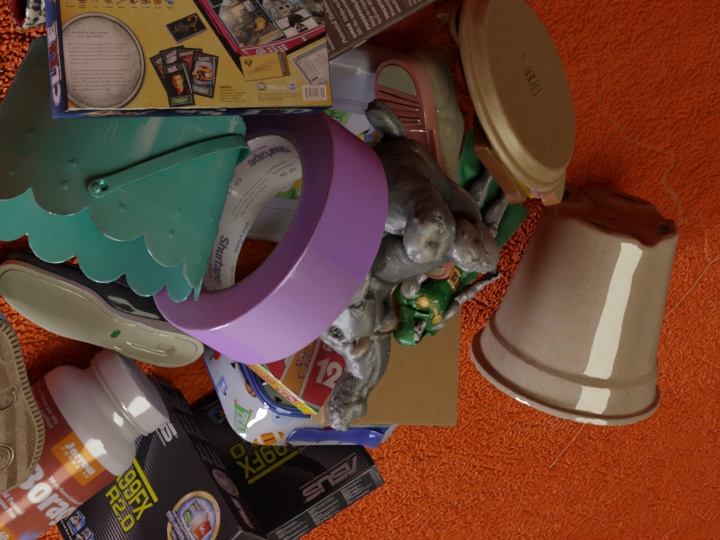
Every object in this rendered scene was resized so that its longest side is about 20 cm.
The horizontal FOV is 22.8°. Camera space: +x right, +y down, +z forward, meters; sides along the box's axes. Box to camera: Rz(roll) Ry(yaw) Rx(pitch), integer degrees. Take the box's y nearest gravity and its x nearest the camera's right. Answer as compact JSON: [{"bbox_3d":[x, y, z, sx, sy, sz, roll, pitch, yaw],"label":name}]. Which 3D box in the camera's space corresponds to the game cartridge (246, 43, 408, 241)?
[{"bbox_3d":[-0.025,-0.106,1.558,0.133,0.041,0.201,2,127,-42],"label":"game cartridge"}]

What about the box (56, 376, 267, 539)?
[{"bbox_3d":[-0.191,0.222,1.615,0.160,0.200,0.044,-45,141,12],"label":"box"}]

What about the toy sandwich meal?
[{"bbox_3d":[0.121,-0.150,1.540,0.070,0.207,0.205,-17,150,30],"label":"toy sandwich meal"}]

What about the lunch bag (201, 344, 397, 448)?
[{"bbox_3d":[-0.043,0.090,1.633,0.199,0.161,0.076,3,137,-39],"label":"lunch bag"}]

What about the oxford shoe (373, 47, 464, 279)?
[{"bbox_3d":[0.066,-0.092,1.524,0.074,0.070,0.202,-29,121,-43],"label":"oxford shoe"}]

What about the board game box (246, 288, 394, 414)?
[{"bbox_3d":[-0.024,0.014,1.529,0.095,0.030,0.201,41,66,-24],"label":"board game box"}]

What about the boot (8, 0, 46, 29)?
[{"bbox_3d":[-0.170,-0.260,1.274,0.153,0.074,0.205,-9,132,-26],"label":"boot"}]

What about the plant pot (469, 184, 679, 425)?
[{"bbox_3d":[0.228,0.022,1.766,0.199,0.200,0.185,-2,118,-34],"label":"plant pot"}]

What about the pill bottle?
[{"bbox_3d":[-0.272,0.156,1.573,0.199,0.112,0.112,-37,141,1],"label":"pill bottle"}]

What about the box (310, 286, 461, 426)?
[{"bbox_3d":[0.027,0.038,1.599,0.163,0.021,0.202,5,85,-40],"label":"box"}]

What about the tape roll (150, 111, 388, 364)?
[{"bbox_3d":[-0.073,-0.032,1.383,0.200,0.200,0.065,-47,130,12],"label":"tape roll"}]

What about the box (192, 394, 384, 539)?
[{"bbox_3d":[-0.101,0.186,1.686,0.199,0.161,0.044,-32,147,-5],"label":"box"}]

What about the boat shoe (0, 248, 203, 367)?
[{"bbox_3d":[-0.223,0.021,1.523,0.199,0.068,0.072,22,140,-32],"label":"boat shoe"}]

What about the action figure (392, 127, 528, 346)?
[{"bbox_3d":[0.086,-0.013,1.604,0.118,0.054,0.201,47,65,-34],"label":"action figure"}]

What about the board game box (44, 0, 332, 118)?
[{"bbox_3d":[-0.120,-0.177,1.244,0.198,0.035,0.137,-3,87,-27],"label":"board game box"}]

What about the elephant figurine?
[{"bbox_3d":[0.000,0.000,1.447,0.200,0.156,0.141,-38,132,19],"label":"elephant figurine"}]

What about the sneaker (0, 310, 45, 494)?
[{"bbox_3d":[-0.316,0.086,1.471,0.070,0.109,0.201,-20,135,-24],"label":"sneaker"}]

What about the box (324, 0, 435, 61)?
[{"bbox_3d":[-0.037,-0.197,1.396,0.199,0.100,0.075,-29,98,-7],"label":"box"}]

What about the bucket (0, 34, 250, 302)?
[{"bbox_3d":[-0.187,-0.075,1.324,0.207,0.206,0.136,34,72,-49],"label":"bucket"}]
